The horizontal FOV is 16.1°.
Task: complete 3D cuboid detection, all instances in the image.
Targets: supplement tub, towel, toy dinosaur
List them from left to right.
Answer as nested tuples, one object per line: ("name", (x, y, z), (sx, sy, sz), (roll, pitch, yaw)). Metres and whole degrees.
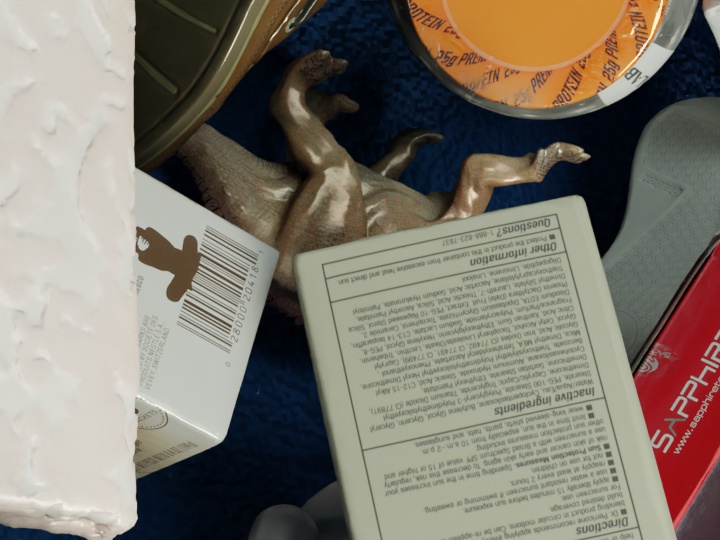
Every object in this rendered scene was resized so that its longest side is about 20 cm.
("towel", (-0.152, -0.027, 0.754), (0.190, 0.032, 0.201), (10, 67, -32))
("toy dinosaur", (0.000, 0.000, 0.977), (0.199, 0.086, 0.136), (20, 81, -18))
("supplement tub", (0.074, -0.129, 0.997), (0.123, 0.122, 0.200), (53, 14, -9))

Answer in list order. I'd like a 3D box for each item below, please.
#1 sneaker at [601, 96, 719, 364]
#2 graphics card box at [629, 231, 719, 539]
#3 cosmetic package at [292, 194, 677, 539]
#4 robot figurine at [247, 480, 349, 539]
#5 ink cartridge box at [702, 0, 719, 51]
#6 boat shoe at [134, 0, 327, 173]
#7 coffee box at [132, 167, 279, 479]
("sneaker", (0.131, 0.029, 1.045), (0.200, 0.070, 0.099), (-65, 146, -40))
("graphics card box", (0.135, 0.092, 0.967), (0.126, 0.051, 0.200), (-55, 153, -21))
("cosmetic package", (0.047, 0.086, 0.825), (0.103, 0.073, 0.201), (-11, 66, -1))
("robot figurine", (0.011, 0.153, 0.900), (0.170, 0.113, 0.201), (47, 49, -36))
("ink cartridge box", (0.198, -0.090, 1.099), (0.161, 0.050, 0.200), (-81, 149, -47))
("boat shoe", (-0.040, -0.108, 0.931), (0.072, 0.200, 0.068), (49, 22, 25))
("coffee box", (-0.144, -0.006, 0.845), (0.200, 0.114, 0.080), (30, 58, -24))
